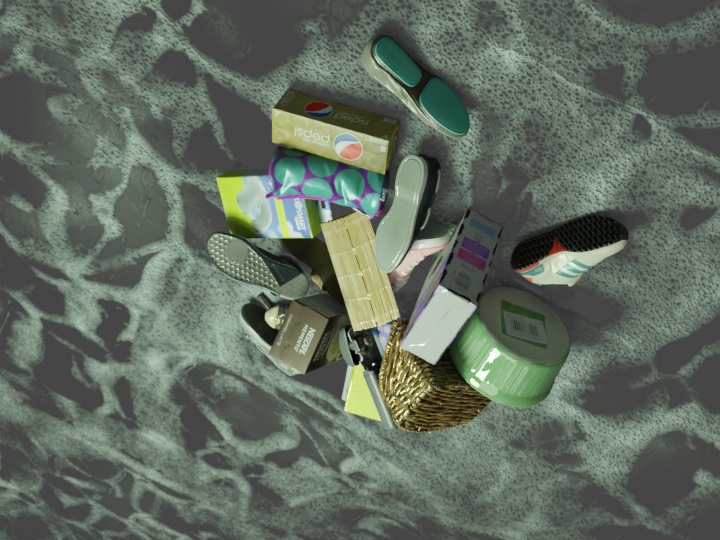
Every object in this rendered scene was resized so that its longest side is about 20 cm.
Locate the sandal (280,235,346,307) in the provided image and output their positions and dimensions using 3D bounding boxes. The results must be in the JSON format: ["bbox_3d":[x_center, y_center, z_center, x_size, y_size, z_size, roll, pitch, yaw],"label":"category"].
[{"bbox_3d":[-0.065,-0.005,1.602,0.211,0.078,0.070,42,168,-4],"label":"sandal"}]

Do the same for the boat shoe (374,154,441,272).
[{"bbox_3d":[0.081,-0.089,1.386,0.075,0.060,0.202,39,118,35],"label":"boat shoe"}]

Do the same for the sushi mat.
[{"bbox_3d":[0.000,0.000,1.475,0.095,0.012,0.202,-16,93,23],"label":"sushi mat"}]

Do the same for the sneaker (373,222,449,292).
[{"bbox_3d":[0.082,-0.019,1.483,0.199,0.075,0.106,-6,113,40],"label":"sneaker"}]

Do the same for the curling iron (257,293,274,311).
[{"bbox_3d":[-0.141,0.120,1.773,0.049,0.026,0.200,-39,103,22],"label":"curling iron"}]

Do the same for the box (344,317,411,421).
[{"bbox_3d":[0.049,0.175,1.570,0.121,0.048,0.202,13,101,11],"label":"box"}]

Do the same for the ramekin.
[{"bbox_3d":[0.259,0.122,1.456,0.198,0.201,0.098,26,130,1],"label":"ramekin"}]

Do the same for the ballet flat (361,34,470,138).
[{"bbox_3d":[0.083,-0.272,1.279,0.200,0.068,0.064,42,162,-13],"label":"ballet flat"}]

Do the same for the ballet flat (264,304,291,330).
[{"bbox_3d":[-0.101,0.115,1.716,0.198,0.057,0.067,15,118,10],"label":"ballet flat"}]

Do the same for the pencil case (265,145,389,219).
[{"bbox_3d":[-0.051,-0.144,1.405,0.198,0.094,0.085,11,175,0],"label":"pencil case"}]

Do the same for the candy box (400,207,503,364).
[{"bbox_3d":[0.150,0.025,1.409,0.071,0.201,0.168,27,136,-1],"label":"candy box"}]

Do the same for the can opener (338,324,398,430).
[{"bbox_3d":[0.019,0.188,1.531,0.067,0.053,0.202,-17,96,47],"label":"can opener"}]

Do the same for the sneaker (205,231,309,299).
[{"bbox_3d":[-0.190,-0.010,1.582,0.201,0.146,0.077,29,93,-7],"label":"sneaker"}]

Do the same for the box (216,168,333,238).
[{"bbox_3d":[-0.152,-0.119,1.518,0.198,0.048,0.123,0,115,27],"label":"box"}]

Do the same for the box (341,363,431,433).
[{"bbox_3d":[0.076,0.207,1.692,0.198,0.097,0.178,19,135,10],"label":"box"}]

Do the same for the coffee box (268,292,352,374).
[{"bbox_3d":[-0.074,0.111,1.575,0.079,0.200,0.115,28,103,17],"label":"coffee box"}]

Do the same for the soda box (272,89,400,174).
[{"bbox_3d":[-0.041,-0.223,1.372,0.198,0.064,0.068,18,135,11],"label":"soda box"}]

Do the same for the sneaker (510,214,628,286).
[{"bbox_3d":[0.347,-0.024,1.377,0.198,0.071,0.093,-19,138,35],"label":"sneaker"}]

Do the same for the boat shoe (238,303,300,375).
[{"bbox_3d":[-0.188,0.150,1.788,0.064,0.075,0.202,-26,122,36],"label":"boat shoe"}]

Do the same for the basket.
[{"bbox_3d":[0.122,0.187,1.504,0.199,0.150,0.143,6,133,-42],"label":"basket"}]
